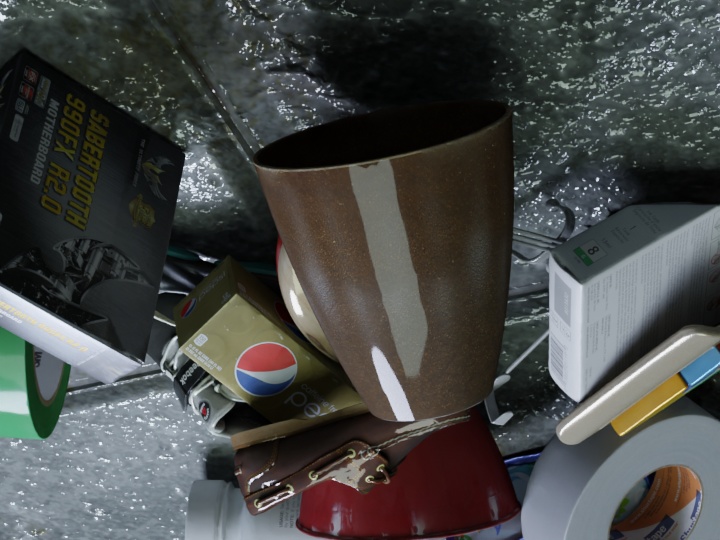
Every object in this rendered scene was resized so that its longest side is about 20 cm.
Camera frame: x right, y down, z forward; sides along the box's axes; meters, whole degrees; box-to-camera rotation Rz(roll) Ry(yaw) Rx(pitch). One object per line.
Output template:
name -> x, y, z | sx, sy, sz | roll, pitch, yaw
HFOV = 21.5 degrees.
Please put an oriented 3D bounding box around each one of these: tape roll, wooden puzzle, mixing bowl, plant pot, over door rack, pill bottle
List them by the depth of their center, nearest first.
plant pot -> 0.033, -0.002, 1.353 | 0.186, 0.187, 0.201 | -7, 104, 15
tape roll -> -0.262, 0.030, 1.479 | 0.048, 0.201, 0.201 | 4, 141, 3
over door rack -> 0.102, 0.021, 1.491 | 0.147, 0.067, 0.201 | 14, 121, -38
wooden puzzle -> 0.273, 0.074, 1.522 | 0.199, 0.037, 0.185 | -18, 162, -44
mixing bowl -> 0.038, 0.161, 1.650 | 0.198, 0.109, 0.200 | -4, -176, 0
tape roll -> 0.239, 0.200, 1.654 | 0.199, 0.066, 0.202 | -16, 123, -27
pill bottle -> -0.062, 0.247, 1.795 | 0.198, 0.115, 0.115 | 2, 141, 4

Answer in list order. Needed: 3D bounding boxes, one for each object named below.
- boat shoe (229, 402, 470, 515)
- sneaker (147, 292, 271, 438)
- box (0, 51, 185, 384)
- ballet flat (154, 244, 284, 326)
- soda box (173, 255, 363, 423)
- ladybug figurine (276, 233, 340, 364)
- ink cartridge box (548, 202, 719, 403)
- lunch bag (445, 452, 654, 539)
boat shoe -> -0.004, 0.138, 1.456 | 0.199, 0.071, 0.070 | -18, 167, 21
sneaker -> -0.122, 0.089, 1.590 | 0.199, 0.089, 0.074 | 31, 123, 7
box -> -0.216, -0.039, 1.390 | 0.158, 0.201, 0.048 | 32, 137, -29
ballet flat -> -0.128, 0.015, 1.548 | 0.198, 0.073, 0.073 | 11, 141, -4
soda box -> -0.055, 0.081, 1.517 | 0.068, 0.064, 0.200 | -43, 118, 13
ladybug figurine -> 0.000, 0.000, 1.495 | 0.136, 0.072, 0.200 | -44, 131, -4
ink cartridge box -> 0.238, 0.001, 1.478 | 0.199, 0.050, 0.161 | -30, 145, -17
lunch bag -> 0.199, 0.253, 1.776 | 0.199, 0.128, 0.170 | -27, 130, 16
